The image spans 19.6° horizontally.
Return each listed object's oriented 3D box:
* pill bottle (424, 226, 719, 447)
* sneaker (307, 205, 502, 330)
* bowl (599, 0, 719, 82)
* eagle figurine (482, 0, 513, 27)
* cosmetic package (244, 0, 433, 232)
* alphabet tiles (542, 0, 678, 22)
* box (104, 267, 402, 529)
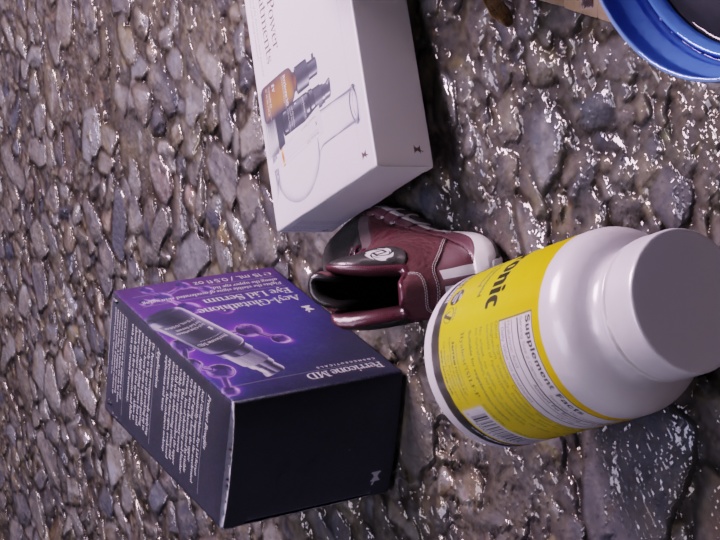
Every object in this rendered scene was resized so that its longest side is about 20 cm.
[{"bbox_3d":[0.131,0.037,1.225,0.200,0.110,0.112,-22,80,57],"label":"pill bottle"},{"bbox_3d":[0.000,0.000,1.423,0.199,0.115,0.077,4,102,58],"label":"sneaker"},{"bbox_3d":[0.195,-0.203,1.117,0.200,0.039,0.203,20,115,51],"label":"bowl"},{"bbox_3d":[-0.003,-0.238,1.298,0.199,0.150,0.153,32,133,31],"label":"eagle figurine"},{"bbox_3d":[-0.020,-0.144,1.461,0.150,0.051,0.202,-29,66,55],"label":"cosmetic package"},{"bbox_3d":[0.148,-0.231,1.228,0.200,0.007,0.169,28,121,52],"label":"alphabet tiles"},{"bbox_3d":[-0.083,0.090,1.554,0.200,0.147,0.105,35,126,48],"label":"box"}]
